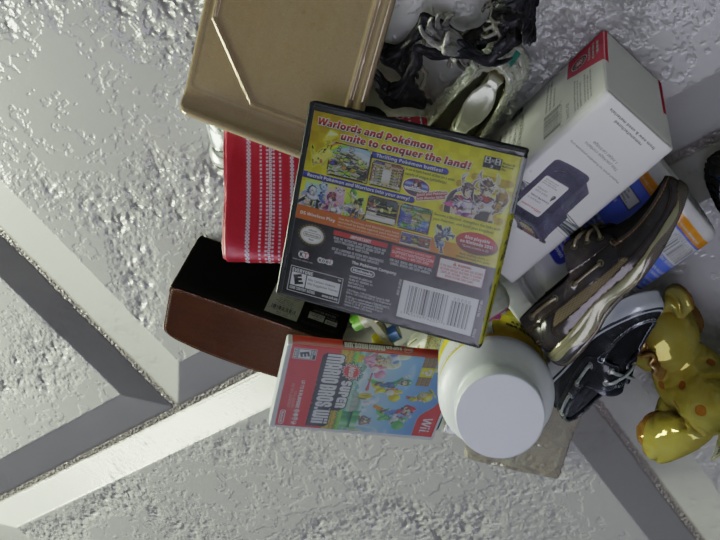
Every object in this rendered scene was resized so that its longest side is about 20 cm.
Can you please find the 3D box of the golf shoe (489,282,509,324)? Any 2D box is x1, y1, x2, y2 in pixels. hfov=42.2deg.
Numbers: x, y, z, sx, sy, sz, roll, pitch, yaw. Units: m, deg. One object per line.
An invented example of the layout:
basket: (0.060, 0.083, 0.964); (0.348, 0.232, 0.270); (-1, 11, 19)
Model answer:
golf shoe: (0.092, -0.013, 0.942); (0.075, 0.200, 0.092); (-35, 111, 4)

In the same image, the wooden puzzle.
wooden puzzle: (-0.066, -0.217, 0.873); (0.184, 0.037, 0.201); (22, 104, 15)

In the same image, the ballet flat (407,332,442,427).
ballet flat: (0.081, 0.110, 1.108); (0.070, 0.071, 0.201); (13, 127, 4)

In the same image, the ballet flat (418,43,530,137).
ballet flat: (0.092, -0.142, 0.926); (0.072, 0.072, 0.200); (29, 126, -8)

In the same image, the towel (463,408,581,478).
towel: (0.203, 0.167, 1.136); (0.132, 0.035, 0.201); (13, 125, 3)

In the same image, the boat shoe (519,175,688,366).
boat shoe: (0.215, -0.006, 0.841); (0.073, 0.074, 0.200); (37, 106, 9)

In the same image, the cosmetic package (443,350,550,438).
cosmetic package: (0.165, 0.101, 1.051); (0.082, 0.051, 0.201); (21, 106, 0)

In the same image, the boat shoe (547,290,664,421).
boat shoe: (0.247, 0.092, 0.939); (0.071, 0.068, 0.200); (-5, 149, -27)

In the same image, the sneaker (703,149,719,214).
sneaker: (0.407, -0.052, 0.921); (0.078, 0.076, 0.200); (-36, 118, 22)

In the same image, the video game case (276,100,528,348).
video game case: (0.034, -0.042, 0.840); (0.199, 0.025, 0.182); (15, 105, 12)

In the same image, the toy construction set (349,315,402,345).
toy construction set: (0.000, 0.000, 0.991); (0.092, 0.132, 0.200); (-20, 159, 0)

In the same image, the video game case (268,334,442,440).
video game case: (0.004, 0.136, 1.063); (0.199, 0.017, 0.143); (6, 131, -11)

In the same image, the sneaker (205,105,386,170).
sneaker: (-0.077, -0.169, 0.942); (0.199, 0.075, 0.116); (-7, 120, 18)

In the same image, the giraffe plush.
giraffe plush: (0.337, 0.098, 0.993); (0.172, 0.200, 0.163); (-37, 83, 16)

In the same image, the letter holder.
letter holder: (-0.123, 0.071, 1.104); (0.199, 0.101, 0.143); (19, 128, -1)

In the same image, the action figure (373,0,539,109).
action figure: (0.089, -0.226, 0.836); (0.200, 0.119, 0.102); (-29, 135, 36)

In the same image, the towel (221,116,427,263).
towel: (-0.036, -0.078, 0.893); (0.199, 0.022, 0.146); (0, 83, 9)

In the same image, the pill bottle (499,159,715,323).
pill bottle: (0.237, -0.021, 0.929); (0.200, 0.112, 0.112); (-38, 110, 21)

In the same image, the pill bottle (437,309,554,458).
pill bottle: (0.132, 0.109, 0.924); (0.111, 0.200, 0.113); (1, 102, 4)

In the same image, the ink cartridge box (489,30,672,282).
ink cartridge box: (0.184, -0.106, 0.879); (0.084, 0.145, 0.200); (38, 124, -13)
